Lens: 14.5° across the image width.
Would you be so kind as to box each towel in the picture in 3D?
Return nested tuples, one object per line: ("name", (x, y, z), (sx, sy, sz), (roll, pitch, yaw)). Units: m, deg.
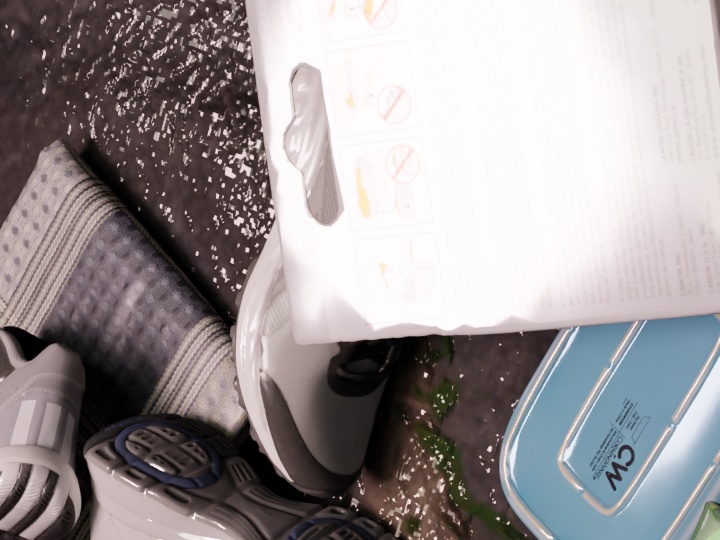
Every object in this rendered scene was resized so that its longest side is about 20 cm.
("towel", (-0.137, 0.072, 1.357), (0.193, 0.035, 0.200), (47, 116, 31))

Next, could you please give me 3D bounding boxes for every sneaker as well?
("sneaker", (-0.176, 0.089, 1.334), (0.200, 0.075, 0.116), (-33, 39, 51))
("sneaker", (-0.043, 0.140, 1.239), (0.200, 0.074, 0.087), (33, 128, 33))
("sneaker", (0.000, 0.000, 1.201), (0.079, 0.074, 0.200), (13, 96, 37))

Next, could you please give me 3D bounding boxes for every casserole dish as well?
("casserole dish", (0.120, 0.049, 1.108), (0.121, 0.039, 0.200), (46, 118, 35))

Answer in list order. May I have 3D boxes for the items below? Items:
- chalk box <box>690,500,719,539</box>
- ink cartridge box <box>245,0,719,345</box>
("chalk box", (0.163, 0.195, 1.002), (0.124, 0.125, 0.200), (34, 112, 39))
("ink cartridge box", (0.058, -0.058, 1.074), (0.200, 0.047, 0.160), (-6, 94, 31))
